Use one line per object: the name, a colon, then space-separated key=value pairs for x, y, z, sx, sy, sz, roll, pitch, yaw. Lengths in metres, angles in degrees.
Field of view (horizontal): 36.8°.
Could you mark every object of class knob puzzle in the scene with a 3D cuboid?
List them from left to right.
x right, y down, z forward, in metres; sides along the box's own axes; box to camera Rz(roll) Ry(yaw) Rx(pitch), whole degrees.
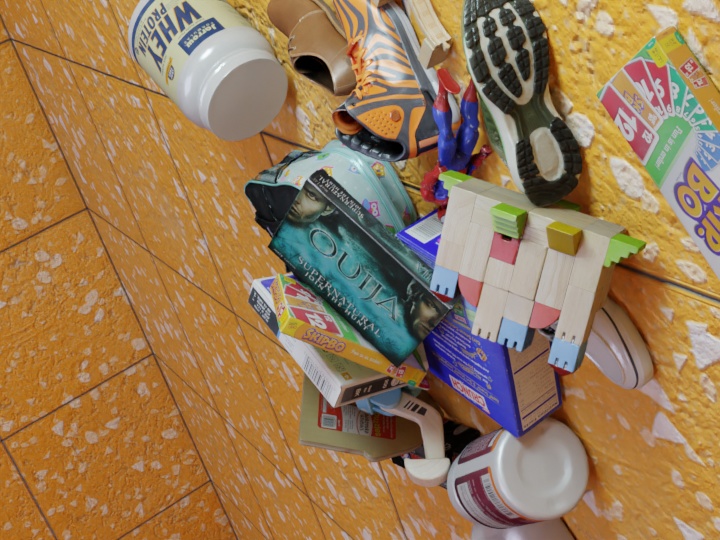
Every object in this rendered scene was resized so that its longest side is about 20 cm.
knob puzzle: x=0.015 y=0.193 z=1.487 sx=0.220 sy=0.218 sz=0.031 roll=45 pitch=135 yaw=35

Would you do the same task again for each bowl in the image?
bowl: x=0.224 y=0.392 z=1.413 sx=0.201 sy=0.074 sz=0.200 roll=57 pitch=157 yaw=7

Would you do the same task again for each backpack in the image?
backpack: x=-0.024 y=-0.064 z=1.272 sx=0.177 sy=0.153 sz=0.200 roll=61 pitch=166 yaw=-16

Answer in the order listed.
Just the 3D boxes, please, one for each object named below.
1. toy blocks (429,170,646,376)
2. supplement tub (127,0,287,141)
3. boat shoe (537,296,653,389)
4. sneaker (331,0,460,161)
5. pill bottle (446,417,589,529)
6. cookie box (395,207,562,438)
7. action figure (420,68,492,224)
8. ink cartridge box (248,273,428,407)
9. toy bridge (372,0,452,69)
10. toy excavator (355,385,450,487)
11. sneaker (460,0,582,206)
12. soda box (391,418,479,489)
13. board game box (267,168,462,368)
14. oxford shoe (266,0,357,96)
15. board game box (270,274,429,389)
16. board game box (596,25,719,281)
toy blocks: x=0.144 y=0.007 z=0.973 sx=0.199 sy=0.100 sz=0.138 roll=21 pitch=112 yaw=24
supplement tub: x=-0.199 y=-0.275 z=1.413 sx=0.200 sy=0.144 sz=0.146 roll=46 pitch=155 yaw=32
boat shoe: x=0.193 y=0.039 z=1.031 sx=0.201 sy=0.066 sz=0.074 roll=54 pitch=159 yaw=16
sneaker: x=0.007 y=-0.198 z=1.087 sx=0.201 sy=0.111 sz=0.078 roll=56 pitch=158 yaw=13
pill bottle: x=0.177 y=0.242 z=1.267 sx=0.115 sy=0.114 sz=0.200 roll=57 pitch=159 yaw=7
cookie box: x=0.131 y=0.055 z=1.183 sx=0.171 sy=0.075 sz=0.201 roll=35 pitch=147 yaw=49
action figure: x=0.094 y=-0.114 z=1.064 sx=0.052 sy=0.065 sz=0.201 roll=53 pitch=157 yaw=29
ink cartridge box: x=-0.009 y=0.071 z=1.358 sx=0.198 sy=0.199 sz=0.044 roll=47 pitch=131 yaw=32
toy bridge: x=0.026 y=-0.286 z=1.048 sx=0.201 sy=0.027 sz=0.067 roll=53 pitch=157 yaw=17
toy excavator: x=0.051 y=0.160 z=1.413 sx=0.198 sy=0.196 sz=0.100 roll=19 pitch=157 yaw=18
sneaker: x=0.123 y=-0.155 z=0.945 sx=0.089 sy=0.076 sz=0.202 roll=31 pitch=143 yaw=66
soda box: x=0.102 y=0.249 z=1.517 sx=0.200 sy=0.063 sz=0.071 roll=8 pitch=125 yaw=63
board game box: x=0.000 y=0.000 z=1.151 sx=0.200 sy=0.028 sz=0.135 roll=42 pitch=141 yaw=5
oxford shoe: x=-0.059 y=-0.259 z=1.221 sx=0.200 sy=0.071 sz=0.072 roll=44 pitch=156 yaw=39
board game box: x=-0.007 y=0.072 z=1.238 sx=0.199 sy=0.030 sz=0.096 roll=27 pitch=-159 yaw=-24
board game box: x=0.257 y=-0.073 z=0.802 sx=0.201 sy=0.030 sz=0.096 roll=56 pitch=159 yaw=6
